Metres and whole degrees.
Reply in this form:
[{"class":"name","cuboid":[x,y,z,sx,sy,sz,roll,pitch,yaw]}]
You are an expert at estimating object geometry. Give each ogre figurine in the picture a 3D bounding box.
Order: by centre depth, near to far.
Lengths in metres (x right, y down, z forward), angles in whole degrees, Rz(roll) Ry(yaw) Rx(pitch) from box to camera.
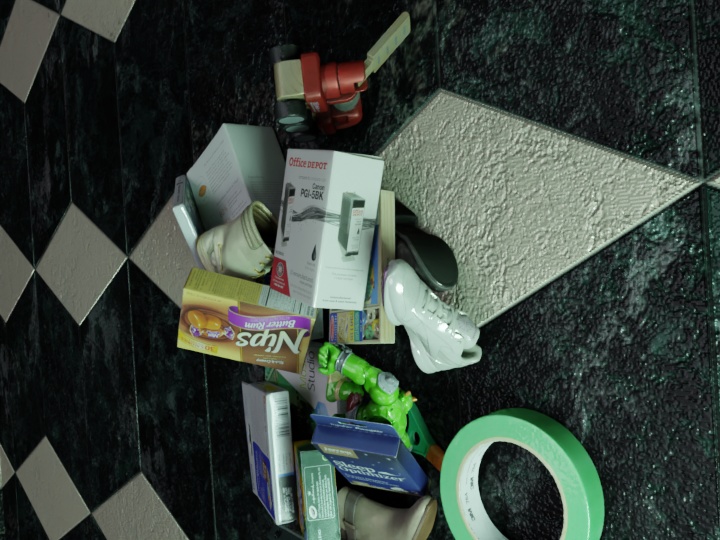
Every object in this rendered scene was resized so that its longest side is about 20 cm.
[{"class":"ogre figurine","cuboid":[0.011,0.197,0.959,0.118,0.097,0.205,8,105,35]}]

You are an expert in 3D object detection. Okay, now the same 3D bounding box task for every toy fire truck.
[{"class":"toy fire truck","cuboid":[-0.021,-0.273,0.980,0.195,0.176,0.132,-6,87,4]}]

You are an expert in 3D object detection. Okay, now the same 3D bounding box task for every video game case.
[{"class":"video game case","cuboid":[-0.273,-0.048,1.192,0.182,0.023,0.203,-119,10,-64]}]

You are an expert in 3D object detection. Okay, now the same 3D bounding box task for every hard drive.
[{"class":"hard drive","cuboid":[-0.036,0.447,1.033,0.198,0.140,0.033,5,56,49]}]

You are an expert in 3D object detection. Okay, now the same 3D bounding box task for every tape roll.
[{"class":"tape roll","cuboid":[0.188,0.271,0.829,0.197,0.048,0.206,3,94,40]}]

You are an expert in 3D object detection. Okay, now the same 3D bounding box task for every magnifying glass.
[{"class":"magnifying glass","cuboid":[0.086,0.240,0.972,0.199,0.022,0.081,39,119,40]}]

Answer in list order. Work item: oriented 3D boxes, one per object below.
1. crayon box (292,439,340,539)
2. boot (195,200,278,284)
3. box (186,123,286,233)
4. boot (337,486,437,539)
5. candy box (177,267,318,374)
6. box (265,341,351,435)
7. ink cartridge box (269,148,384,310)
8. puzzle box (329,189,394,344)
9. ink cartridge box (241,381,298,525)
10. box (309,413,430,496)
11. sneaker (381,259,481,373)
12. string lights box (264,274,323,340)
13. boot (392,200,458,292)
[{"class":"crayon box","cuboid":[-0.070,0.326,1.041,0.200,0.050,0.129,131,134,-78]},{"class":"boot","cuboid":[-0.157,0.007,1.068,0.153,0.072,0.203,-24,97,38]},{"class":"box","cuboid":[-0.196,-0.122,1.183,0.152,0.105,0.204,-37,67,42]},{"class":"boot","cuboid":[0.026,0.360,0.993,0.145,0.070,0.204,30,124,28]},{"class":"candy box","cuboid":[-0.169,0.078,1.038,0.057,0.196,0.118,-83,9,-55]},{"class":"box","cuboid":[-0.090,0.191,1.142,0.198,0.036,0.148,4,96,48]},{"class":"ink cartridge box","cuboid":[-0.050,-0.061,0.944,0.146,0.081,0.205,16,99,57]},{"class":"puzzle box","cuboid":[0.000,0.000,0.958,0.132,0.025,0.205,-11,76,56]},{"class":"ink cartridge box","cuboid":[-0.152,0.290,1.146,0.200,0.046,0.203,174,90,-72]},{"class":"box","cuboid":[0.013,0.248,0.914,0.119,0.201,0.033,3,56,24]},{"class":"sneaker","cuboid":[0.092,0.053,0.858,0.098,0.201,0.076,-6,49,29]},{"class":"string lights box","cuboid":[-0.148,0.061,1.179,0.198,0.058,0.105,1,94,47]},{"class":"boot","cuboid":[0.045,0.016,0.971,0.201,0.068,0.176,54,130,42]}]
